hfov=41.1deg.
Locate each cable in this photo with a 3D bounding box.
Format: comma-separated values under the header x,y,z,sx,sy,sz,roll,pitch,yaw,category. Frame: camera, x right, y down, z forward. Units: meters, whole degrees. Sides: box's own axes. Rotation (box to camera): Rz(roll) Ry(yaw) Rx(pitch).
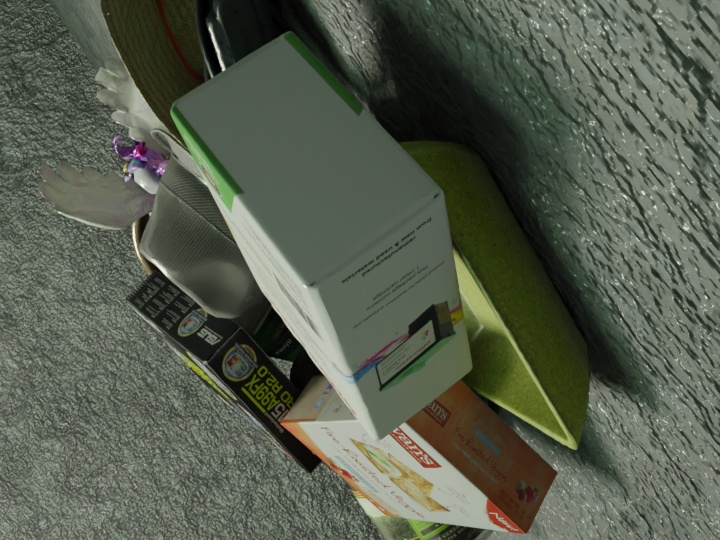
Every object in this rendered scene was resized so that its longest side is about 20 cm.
x,y,z,sx,sy,sz,roll,pitch,yaw,category
-0.071,-0.148,0.608,0.164,0.050,0.201,-99,-7,-46,cable

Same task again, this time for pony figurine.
x,y,z,sx,sy,sz,roll,pitch,yaw,category
-0.203,-0.096,0.977,0.192,0.168,0.200,24,168,-4,pony figurine

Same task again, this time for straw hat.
x,y,z,sx,sy,sz,roll,pitch,yaw,category
-0.115,-0.191,0.705,0.201,0.084,0.203,-23,-90,-78,straw hat

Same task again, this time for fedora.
x,y,z,sx,sy,sz,roll,pitch,yaw,category
-0.120,-0.024,0.782,0.176,0.091,0.200,39,180,7,fedora

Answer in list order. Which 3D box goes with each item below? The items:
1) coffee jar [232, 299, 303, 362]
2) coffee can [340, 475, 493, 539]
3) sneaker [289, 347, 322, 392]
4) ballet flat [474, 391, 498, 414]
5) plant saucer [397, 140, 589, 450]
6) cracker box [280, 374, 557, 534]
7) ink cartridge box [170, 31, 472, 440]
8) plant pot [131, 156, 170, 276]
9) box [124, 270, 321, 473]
x,y,z,sx,sy,sz,roll,pitch,yaw,category
-0.054,0.056,1.026,0.085,0.105,0.199,31,-178,43,coffee jar
0.054,0.221,1.100,0.201,0.146,0.146,56,170,-7,coffee can
0.040,0.117,0.868,0.199,0.076,0.115,14,-167,-34,sneaker
0.069,0.083,0.844,0.072,0.068,0.200,36,-171,-48,ballet flat
0.062,-0.005,0.604,0.201,0.048,0.200,58,170,-14,plant saucer
0.038,0.138,0.752,0.134,0.058,0.199,44,153,-16,cracker box
-0.014,-0.011,0.557,0.145,0.084,0.201,50,169,30,ink cartridge box
-0.190,-0.086,1.231,0.201,0.199,0.175,61,-174,-31,plant pot
-0.122,0.090,0.892,0.199,0.044,0.161,24,156,54,box
